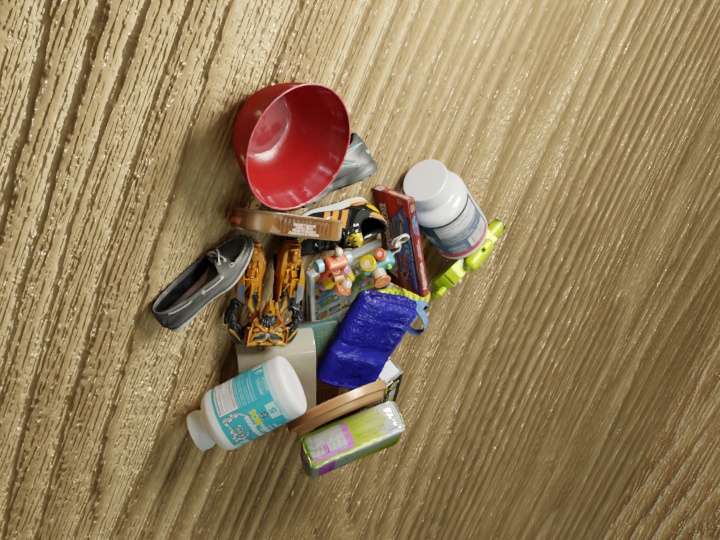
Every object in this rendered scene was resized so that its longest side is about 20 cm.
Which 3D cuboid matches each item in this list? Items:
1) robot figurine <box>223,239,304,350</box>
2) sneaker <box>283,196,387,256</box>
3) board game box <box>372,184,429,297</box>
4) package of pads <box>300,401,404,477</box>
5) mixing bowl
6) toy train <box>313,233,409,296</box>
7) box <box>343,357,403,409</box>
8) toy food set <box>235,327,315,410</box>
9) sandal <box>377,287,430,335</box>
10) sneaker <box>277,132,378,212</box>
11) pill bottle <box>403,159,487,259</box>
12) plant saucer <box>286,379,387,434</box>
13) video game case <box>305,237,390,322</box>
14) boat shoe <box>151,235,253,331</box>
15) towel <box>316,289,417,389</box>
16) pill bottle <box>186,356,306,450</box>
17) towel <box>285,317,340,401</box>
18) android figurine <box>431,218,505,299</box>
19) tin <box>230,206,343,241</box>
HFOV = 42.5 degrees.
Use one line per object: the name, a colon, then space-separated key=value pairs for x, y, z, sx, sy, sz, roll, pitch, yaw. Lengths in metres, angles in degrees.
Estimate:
robot figurine: x=-0.159 y=0.047 z=1.582 sx=0.142 sy=0.058 sz=0.204 roll=0 pitch=111 yaw=-17
sneaker: x=-0.041 y=-0.068 z=1.627 sx=0.198 sy=0.090 sz=0.071 roll=-25 pitch=133 yaw=-32
board game box: x=0.075 y=-0.054 z=1.718 sx=0.019 sy=0.102 sz=0.203 roll=-28 pitch=123 yaw=-28
package of pads: x=-0.018 y=0.322 z=1.758 sx=0.197 sy=0.069 sz=0.155 roll=-21 pitch=163 yaw=-11
mixing bowl: x=-0.124 y=-0.207 z=1.428 sx=0.198 sy=0.108 sz=0.203 roll=-26 pitch=133 yaw=-32
toy train: x=0.000 y=0.000 z=1.649 sx=0.197 sy=0.056 sz=0.150 roll=-16 pitch=162 yaw=-29
box: x=0.008 y=0.279 z=1.906 sx=0.159 sy=0.049 sz=0.201 roll=-39 pitch=160 yaw=-21
toy food set: x=-0.156 y=0.197 z=1.704 sx=0.141 sy=0.061 sz=0.203 roll=-7 pitch=129 yaw=-11
sandal: x=0.071 y=0.082 z=1.801 sx=0.198 sy=0.079 sz=0.089 roll=2 pitch=73 yaw=-43
sneaker: x=-0.068 y=-0.163 z=1.564 sx=0.198 sy=0.075 sz=0.080 roll=-29 pitch=105 yaw=-19
pill bottle: x=0.159 y=-0.120 z=1.773 sx=0.120 sy=0.119 sz=0.200 roll=-49 pitch=141 yaw=-6
plant saucer: x=-0.040 y=0.255 z=1.694 sx=0.197 sy=0.033 sz=0.200 roll=-23 pitch=169 yaw=-5
video game case: x=-0.021 y=0.045 z=1.783 sx=0.198 sy=0.023 sz=0.185 roll=-25 pitch=133 yaw=-31
boat shoe: x=-0.252 y=0.014 z=1.487 sx=0.200 sy=0.067 sz=0.057 roll=-46 pitch=145 yaw=-5
towel: x=0.014 y=0.135 z=1.725 sx=0.146 sy=0.050 sz=0.202 roll=10 pitch=117 yaw=-40
pill bottle: x=-0.201 y=0.239 z=1.612 sx=0.198 sy=0.112 sz=0.111 roll=-27 pitch=140 yaw=6
towel: x=-0.109 y=0.176 z=1.746 sx=0.144 sy=0.022 sz=0.203 roll=-8 pitch=128 yaw=-11
android figurine: x=0.216 y=-0.020 z=1.900 sx=0.200 sy=0.041 sz=0.182 roll=-48 pitch=-179 yaw=-13
tin: x=-0.119 y=-0.076 z=1.509 sx=0.197 sy=0.111 sz=0.043 roll=5 pitch=98 yaw=-36
